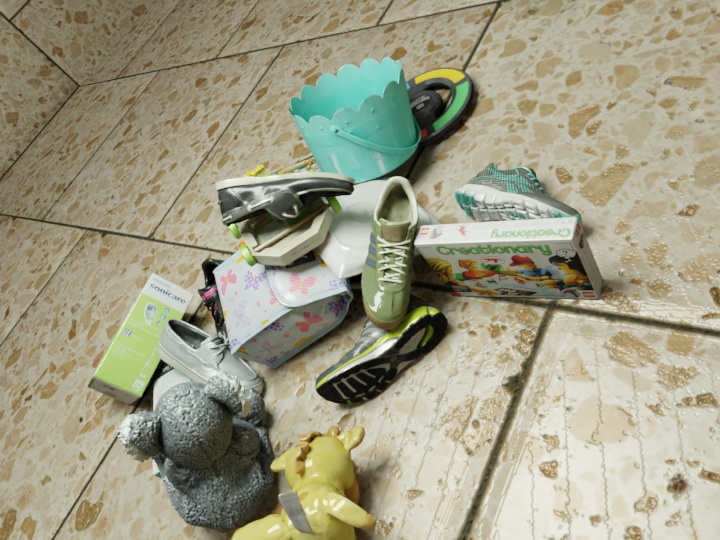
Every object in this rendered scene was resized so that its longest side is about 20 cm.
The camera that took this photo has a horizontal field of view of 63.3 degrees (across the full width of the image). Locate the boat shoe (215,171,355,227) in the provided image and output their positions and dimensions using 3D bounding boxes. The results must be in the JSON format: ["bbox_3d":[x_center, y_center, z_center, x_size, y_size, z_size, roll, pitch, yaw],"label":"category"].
[{"bbox_3d":[-0.102,-0.099,0.811,0.200,0.072,0.068,-5,88,12],"label":"boat shoe"}]

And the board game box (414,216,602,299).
[{"bbox_3d":[0.182,-0.012,0.727,0.200,0.126,0.035,-1,56,37],"label":"board game box"}]

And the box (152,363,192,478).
[{"bbox_3d":[-0.286,0.229,0.938,0.082,0.049,0.200,-32,43,11],"label":"box"}]

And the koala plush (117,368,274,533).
[{"bbox_3d":[-0.199,0.213,0.745,0.177,0.200,0.184,-20,47,-15],"label":"koala plush"}]

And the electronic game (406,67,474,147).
[{"bbox_3d":[0.114,-0.300,1.077,0.200,0.042,0.200,-20,47,23],"label":"electronic game"}]

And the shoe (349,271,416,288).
[{"bbox_3d":[0.000,0.000,0.917,0.200,0.053,0.070,5,80,44],"label":"shoe"}]

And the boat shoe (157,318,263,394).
[{"bbox_3d":[-0.238,0.133,0.917,0.201,0.070,0.072,22,112,22],"label":"boat shoe"}]

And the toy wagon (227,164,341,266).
[{"bbox_3d":[-0.122,-0.091,0.871,0.155,0.040,0.200,-32,47,-4],"label":"toy wagon"}]

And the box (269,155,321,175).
[{"bbox_3d":[-0.134,-0.154,1.083,0.200,0.038,0.137,-26,28,-8],"label":"box"}]

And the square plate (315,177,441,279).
[{"bbox_3d":[0.011,-0.079,0.885,0.198,0.028,0.200,-19,44,-22],"label":"square plate"}]

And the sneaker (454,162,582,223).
[{"bbox_3d":[0.226,-0.107,0.814,0.091,0.078,0.200,-49,44,-13],"label":"sneaker"}]

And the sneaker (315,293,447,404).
[{"bbox_3d":[0.022,0.107,0.801,0.200,0.074,0.081,-34,36,-2],"label":"sneaker"}]

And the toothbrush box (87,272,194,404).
[{"bbox_3d":[-0.390,0.124,1.037,0.146,0.086,0.200,-30,33,58],"label":"toothbrush box"}]

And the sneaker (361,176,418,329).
[{"bbox_3d":[0.038,-0.032,0.760,0.067,0.090,0.200,6,66,4],"label":"sneaker"}]

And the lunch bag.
[{"bbox_3d":[-0.116,0.023,0.900,0.200,0.127,0.170,-34,54,17],"label":"lunch bag"}]

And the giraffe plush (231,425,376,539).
[{"bbox_3d":[-0.053,0.266,0.667,0.172,0.200,0.162,2,26,2],"label":"giraffe plush"}]

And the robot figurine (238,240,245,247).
[{"bbox_3d":[-0.134,-0.058,1.053,0.200,0.058,0.145,-12,50,29],"label":"robot figurine"}]

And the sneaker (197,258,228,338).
[{"bbox_3d":[-0.241,0.063,1.003,0.077,0.084,0.200,-36,53,20],"label":"sneaker"}]

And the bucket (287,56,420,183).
[{"bbox_3d":[-0.004,-0.248,0.973,0.207,0.135,0.207,-16,36,12],"label":"bucket"}]
